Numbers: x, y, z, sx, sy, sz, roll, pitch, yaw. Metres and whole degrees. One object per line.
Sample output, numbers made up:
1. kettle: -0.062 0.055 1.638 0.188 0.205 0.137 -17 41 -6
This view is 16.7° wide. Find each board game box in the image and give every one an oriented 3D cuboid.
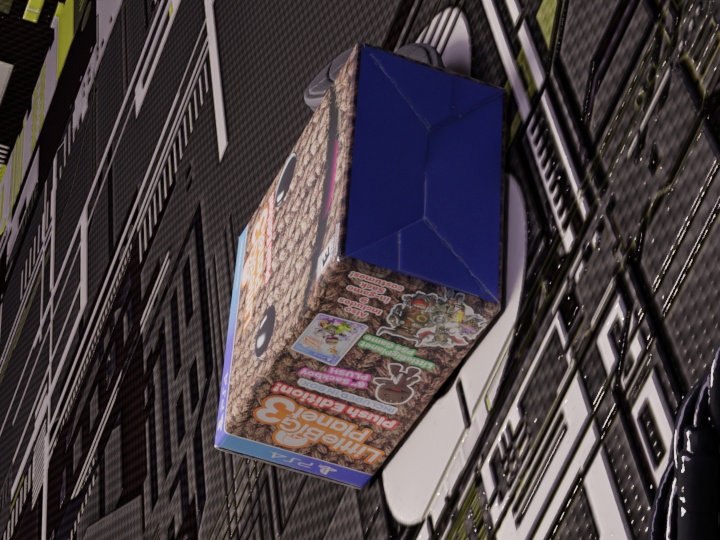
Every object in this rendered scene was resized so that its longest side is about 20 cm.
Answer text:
1. board game box: 0.000 0.000 1.408 0.200 0.096 0.160 124 157 -48

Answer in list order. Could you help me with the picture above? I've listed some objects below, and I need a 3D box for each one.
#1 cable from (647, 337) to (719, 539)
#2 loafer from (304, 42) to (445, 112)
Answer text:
1. cable: 0.136 0.098 0.908 0.164 0.050 0.201 -91 22 -48
2. loafer: 0.024 -0.100 1.533 0.072 0.063 0.200 -44 19 -7
